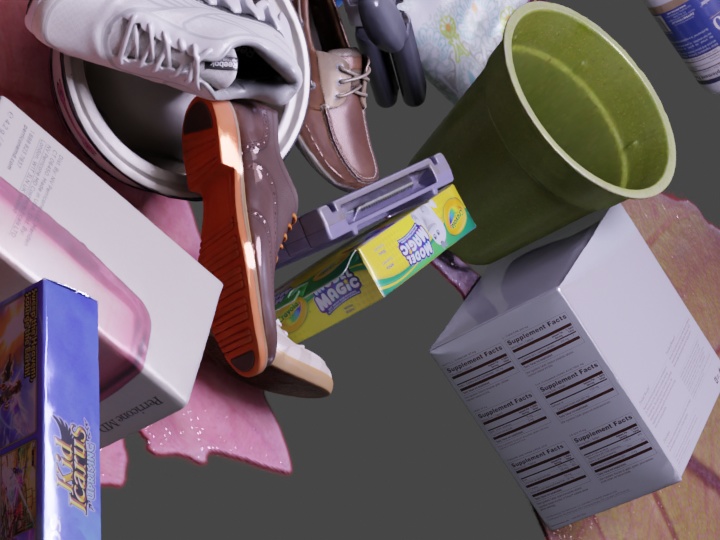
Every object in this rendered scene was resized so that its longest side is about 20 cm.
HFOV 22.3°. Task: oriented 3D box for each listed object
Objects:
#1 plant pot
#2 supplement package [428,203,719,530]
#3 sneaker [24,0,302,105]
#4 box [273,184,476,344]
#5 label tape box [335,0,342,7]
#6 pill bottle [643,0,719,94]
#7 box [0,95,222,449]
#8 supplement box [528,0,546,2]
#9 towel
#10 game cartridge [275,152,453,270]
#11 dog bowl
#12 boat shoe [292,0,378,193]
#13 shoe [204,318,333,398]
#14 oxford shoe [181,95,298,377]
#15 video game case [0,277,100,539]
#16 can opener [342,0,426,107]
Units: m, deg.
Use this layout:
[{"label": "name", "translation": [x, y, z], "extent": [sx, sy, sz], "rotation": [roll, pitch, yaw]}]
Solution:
[{"label": "plant pot", "translation": [0.142, -0.103, 1.621], "extent": [0.200, 0.190, 0.201], "rotation": [25, 46, -29]}, {"label": "supplement package", "translation": [0.197, 0.081, 1.621], "extent": [0.200, 0.147, 0.191], "rotation": [56, 34, -10]}, {"label": "sneaker", "translation": [-0.128, -0.158, 1.242], "extent": [0.199, 0.075, 0.081], "rotation": [7, 35, -29]}, {"label": "box", "translation": [0.000, 0.000, 1.440], "extent": [0.048, 0.117, 0.200], "rotation": [61, 34, -2]}, {"label": "label tape box", "translation": [-0.002, -0.312, 1.566], "extent": [0.144, 0.200, 0.063], "rotation": [44, 19, -25]}, {"label": "pill bottle", "translation": [0.442, -0.288, 2.234], "extent": [0.200, 0.111, 0.111], "rotation": [52, 35, -16]}, {"label": "box", "translation": [-0.206, 0.011, 1.145], "extent": [0.200, 0.128, 0.109], "rotation": [42, 39, -28]}, {"label": "supplement box", "translation": [0.107, -0.319, 1.850], "extent": [0.200, 0.061, 0.109], "rotation": [45, 39, -24]}, {"label": "towel", "translation": [0.087, -0.286, 1.749], "extent": [0.171, 0.048, 0.200], "rotation": [39, 69, -26]}, {"label": "game cartridge", "translation": [-0.025, -0.036, 1.419], "extent": [0.200, 0.129, 0.038], "rotation": [-28, 90, -56]}, {"label": "dog bowl", "translation": [-0.139, -0.146, 1.336], "extent": [0.200, 0.074, 0.201], "rotation": [3, 83, -31]}, {"label": "boat shoe", "translation": [-0.029, -0.163, 1.551], "extent": [0.076, 0.072, 0.201], "rotation": [-17, 82, -56]}, {"label": "shoe", "translation": [-0.091, 0.038, 1.327], "extent": [0.200, 0.070, 0.054], "rotation": [31, 66, -35]}, {"label": "oxford shoe", "translation": [-0.071, -0.026, 1.272], "extent": [0.073, 0.071, 0.201], "rotation": [0, 78, -34]}, {"label": "video game case", "translation": [-0.217, 0.129, 1.002], "extent": [0.045, 0.181, 0.201], "rotation": [25, 49, -43]}, {"label": "can opener", "translation": [0.019, -0.190, 1.578], "extent": [0.200, 0.053, 0.067], "rotation": [69, 22, -60]}]
